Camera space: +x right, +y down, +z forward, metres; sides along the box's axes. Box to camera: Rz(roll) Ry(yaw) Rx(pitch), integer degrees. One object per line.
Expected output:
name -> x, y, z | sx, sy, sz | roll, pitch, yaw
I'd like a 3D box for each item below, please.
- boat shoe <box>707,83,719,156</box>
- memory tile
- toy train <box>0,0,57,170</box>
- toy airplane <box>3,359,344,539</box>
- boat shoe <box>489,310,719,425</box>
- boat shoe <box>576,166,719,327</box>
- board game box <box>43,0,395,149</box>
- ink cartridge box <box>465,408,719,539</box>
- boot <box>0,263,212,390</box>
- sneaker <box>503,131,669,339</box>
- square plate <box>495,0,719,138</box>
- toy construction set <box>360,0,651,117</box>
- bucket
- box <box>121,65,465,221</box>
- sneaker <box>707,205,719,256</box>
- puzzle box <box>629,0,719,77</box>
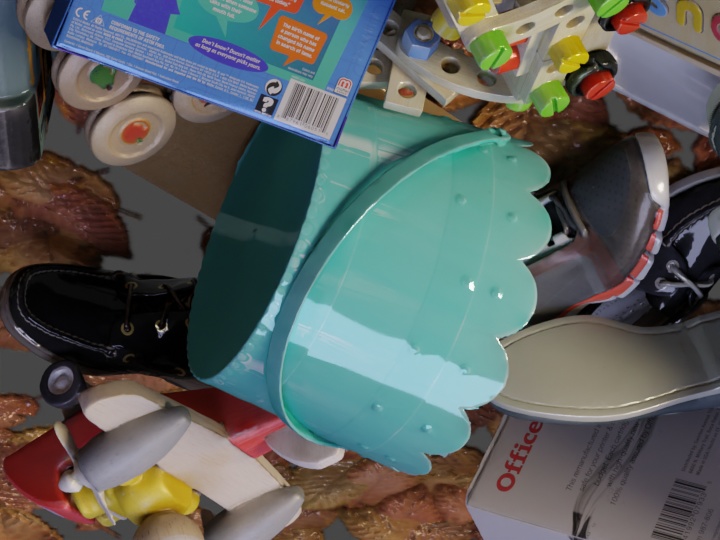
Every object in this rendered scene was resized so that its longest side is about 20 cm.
boat shoe -> 0.254, -0.109, 1.096 | 0.073, 0.062, 0.200 | 21, 138, -22
memory tile -> -0.069, -0.139, 1.093 | 0.200, 0.017, 0.153 | -29, 145, -6
toy train -> -0.193, -0.145, 1.094 | 0.085, 0.114, 0.200 | 4, 142, -3
toy airplane -> -0.101, 0.122, 1.282 | 0.200, 0.141, 0.199 | 11, 155, -21
boat shoe -> 0.168, 0.068, 1.277 | 0.200, 0.073, 0.062 | -7, 147, -8
boat shoe -> 0.184, 0.004, 1.303 | 0.074, 0.060, 0.200 | 31, 134, -29
board game box -> -0.046, -0.178, 1.014 | 0.152, 0.045, 0.200 | 20, 102, -19
ink cartridge box -> 0.190, 0.134, 1.347 | 0.200, 0.145, 0.084 | 13, 150, 30
boot -> -0.107, 0.022, 1.312 | 0.200, 0.073, 0.151 | 21, 151, -27
sneaker -> 0.112, -0.013, 1.262 | 0.082, 0.077, 0.200 | 8, 143, -25
square plate -> 0.195, -0.160, 1.121 | 0.198, 0.028, 0.200 | 24, 137, -24
toy construction set -> 0.071, -0.124, 1.063 | 0.131, 0.092, 0.200 | -19, 172, -19
bucket -> 0.000, 0.000, 1.164 | 0.135, 0.207, 0.207 | 20, 139, -18
box -> -0.024, -0.065, 1.258 | 0.200, 0.021, 0.163 | 31, 134, -31
sneaker -> 0.272, 0.024, 1.233 | 0.073, 0.112, 0.200 | -24, 159, 34
puzzle box -> 0.211, -0.133, 1.014 | 0.200, 0.025, 0.133 | 30, 148, 31
